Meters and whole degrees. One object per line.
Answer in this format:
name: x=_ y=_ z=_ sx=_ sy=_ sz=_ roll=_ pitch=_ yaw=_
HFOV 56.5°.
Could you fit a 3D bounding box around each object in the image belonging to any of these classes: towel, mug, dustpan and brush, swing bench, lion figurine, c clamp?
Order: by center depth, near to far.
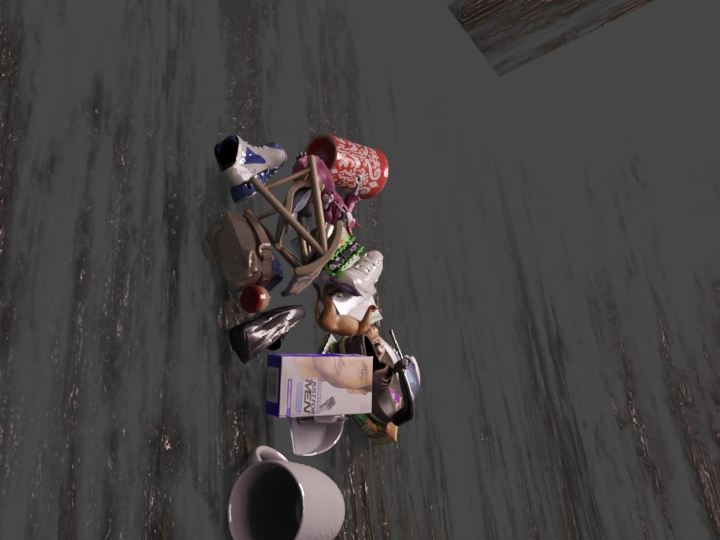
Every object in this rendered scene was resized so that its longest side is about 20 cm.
mug: x=-0.120 y=0.375 z=1.108 sx=0.200 sy=0.148 sz=0.175 roll=50 pitch=10 yaw=33
swing bench: x=-0.120 y=-0.075 z=1.269 sx=0.129 sy=0.199 sz=0.202 roll=-24 pitch=84 yaw=-19
dustpan and brush: x=-0.060 y=0.291 z=1.330 sx=0.199 sy=0.057 sz=0.141 roll=19 pitch=56 yaw=-56
c clamp: x=0.075 y=0.236 z=1.399 sx=0.027 sy=0.200 sz=0.172 roll=-12 pitch=67 yaw=-18
lion figurine: x=-0.031 y=0.116 z=1.422 sx=0.198 sy=0.072 sz=0.124 roll=24 pitch=75 yaw=-7
towel: x=-0.018 y=0.040 z=1.599 sx=0.149 sy=0.030 sz=0.202 roll=-16 pitch=86 yaw=-63
mug: x=-0.055 y=-0.267 z=1.672 sx=0.199 sy=0.176 sz=0.135 roll=9 pitch=101 yaw=-54

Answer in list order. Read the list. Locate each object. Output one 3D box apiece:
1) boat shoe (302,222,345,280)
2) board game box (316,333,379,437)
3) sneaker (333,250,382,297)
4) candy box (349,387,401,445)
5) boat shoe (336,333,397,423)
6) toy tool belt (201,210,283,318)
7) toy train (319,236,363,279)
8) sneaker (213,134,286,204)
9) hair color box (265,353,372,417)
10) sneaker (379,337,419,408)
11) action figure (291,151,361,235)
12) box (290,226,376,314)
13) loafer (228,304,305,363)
boat shoe: x=-0.083 y=-0.066 z=1.435 sx=0.072 sy=0.060 sz=0.203 roll=97 pitch=16 yaw=-60
board game box: x=-0.022 y=0.234 z=1.367 sx=0.200 sy=0.023 sz=0.105 roll=51 pitch=36 yaw=-20
sneaker: x=0.000 y=0.000 z=1.426 sx=0.074 sy=0.100 sz=0.200 roll=30 pitch=9 yaw=7
candy box: x=0.012 y=0.280 z=1.468 sx=0.200 sy=0.056 sz=0.117 roll=48 pitch=35 yaw=-30
boat shoe: x=0.026 y=0.219 z=1.356 sx=0.201 sy=0.073 sz=0.074 roll=60 pitch=31 yaw=-8
toy tool belt: x=-0.193 y=-0.007 z=1.216 sx=0.123 sy=0.124 sz=0.201 roll=18 pitch=39 yaw=-61
toy train: x=-0.042 y=-0.025 z=1.427 sx=0.042 sy=0.056 sz=0.200 roll=49 pitch=22 yaw=-2
sneaker: x=-0.227 y=-0.231 z=1.353 sx=0.116 sy=0.080 sz=0.200 roll=59 pitch=31 yaw=-23
hair color box: x=-0.074 y=0.212 z=1.248 sx=0.198 sy=0.065 sz=0.111 roll=5 pitch=85 yaw=-35
sneaker: x=0.078 y=0.224 z=1.611 sx=0.201 sy=0.080 sz=0.147 roll=60 pitch=21 yaw=-11
action figure: x=-0.075 y=-0.143 z=1.376 sx=0.133 sy=0.149 sz=0.201 roll=-16 pitch=64 yaw=-45
box: x=-0.057 y=-0.007 z=1.515 sx=0.156 sy=0.041 sz=0.201 roll=-33 pitch=97 yaw=-52
loafer: x=-0.169 y=0.114 z=1.252 sx=0.200 sy=0.068 sz=0.071 roll=-26 pitch=102 yaw=-57
